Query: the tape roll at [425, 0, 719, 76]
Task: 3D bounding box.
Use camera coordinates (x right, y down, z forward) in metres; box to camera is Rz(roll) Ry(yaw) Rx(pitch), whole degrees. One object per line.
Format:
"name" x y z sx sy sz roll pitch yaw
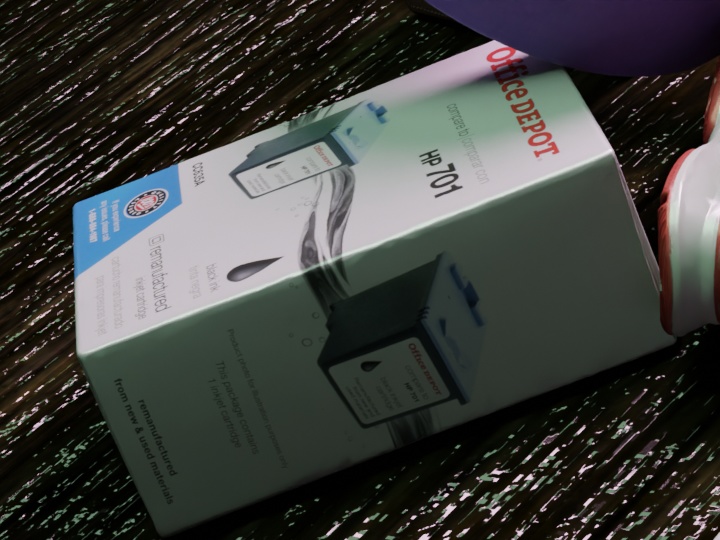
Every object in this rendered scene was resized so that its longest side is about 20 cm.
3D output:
"tape roll" 0.082 -0.173 0.936 0.200 0.200 0.085 -54 -5 -49

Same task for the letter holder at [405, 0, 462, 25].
"letter holder" 0.088 -0.193 1.147 0.100 0.143 0.200 -31 26 -19

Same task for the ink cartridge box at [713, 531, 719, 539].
"ink cartridge box" 0.092 0.148 0.543 0.115 0.068 0.200 0 33 40

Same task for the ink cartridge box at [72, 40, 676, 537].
"ink cartridge box" 0.000 0.000 0.900 0.199 0.086 0.147 -22 24 2

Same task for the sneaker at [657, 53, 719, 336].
"sneaker" 0.179 -0.032 0.861 0.115 0.079 0.200 6 35 18
